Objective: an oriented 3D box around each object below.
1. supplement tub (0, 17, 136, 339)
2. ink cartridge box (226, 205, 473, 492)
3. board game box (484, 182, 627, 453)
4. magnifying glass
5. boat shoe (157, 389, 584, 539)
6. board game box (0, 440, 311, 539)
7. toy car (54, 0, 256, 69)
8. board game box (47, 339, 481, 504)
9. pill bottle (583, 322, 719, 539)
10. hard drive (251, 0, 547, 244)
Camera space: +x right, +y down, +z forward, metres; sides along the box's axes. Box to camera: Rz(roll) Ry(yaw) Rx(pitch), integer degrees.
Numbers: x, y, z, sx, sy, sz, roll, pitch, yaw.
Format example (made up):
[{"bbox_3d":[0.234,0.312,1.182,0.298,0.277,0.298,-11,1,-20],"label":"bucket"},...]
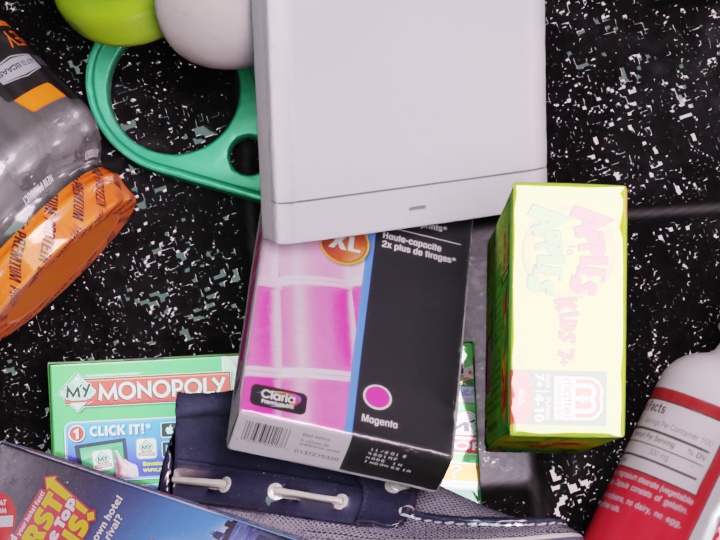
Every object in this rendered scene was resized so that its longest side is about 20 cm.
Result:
[{"bbox_3d":[-0.204,-0.070,1.141,0.123,0.123,0.200,-44,86,-4],"label":"supplement tub"},{"bbox_3d":[0.000,0.000,1.118,0.094,0.037,0.200,12,50,-7],"label":"ink cartridge box"},{"bbox_3d":[0.082,0.025,1.090,0.047,0.200,0.102,1,84,0],"label":"board game box"},{"bbox_3d":[-0.047,-0.048,1.191,0.200,0.022,0.080,42,85,6],"label":"magnifying glass"},{"bbox_3d":[0.002,0.094,1.108,0.199,0.075,0.093,-1,81,12],"label":"boat shoe"},{"bbox_3d":[-0.095,0.168,1.061,0.200,0.062,0.200,31,90,29],"label":"board game box"},{"bbox_3d":[-0.080,-0.199,1.116,0.175,0.150,0.200,34,84,41],"label":"toy car"},{"bbox_3d":[-0.043,0.105,1.169,0.199,0.029,0.135,-3,83,0],"label":"board game box"},{"bbox_3d":[0.166,0.110,1.126,0.112,0.112,0.200,26,85,3],"label":"pill bottle"},{"bbox_3d":[0.017,-0.118,1.080,0.132,0.027,0.200,-8,106,-22],"label":"hard drive"}]
